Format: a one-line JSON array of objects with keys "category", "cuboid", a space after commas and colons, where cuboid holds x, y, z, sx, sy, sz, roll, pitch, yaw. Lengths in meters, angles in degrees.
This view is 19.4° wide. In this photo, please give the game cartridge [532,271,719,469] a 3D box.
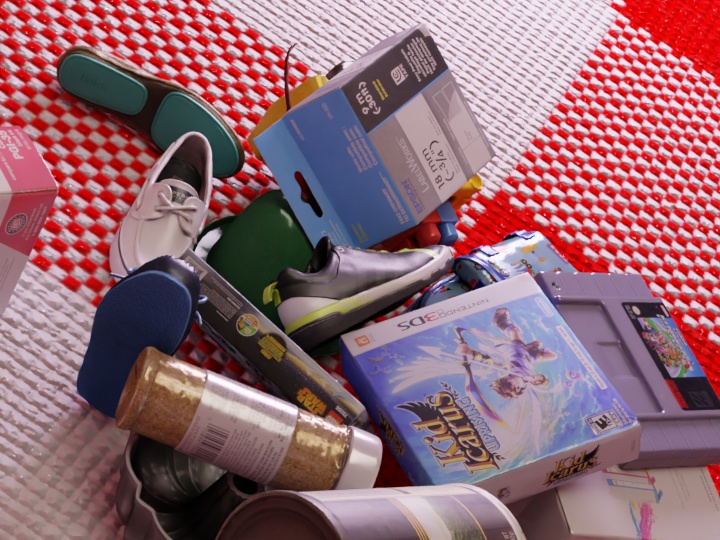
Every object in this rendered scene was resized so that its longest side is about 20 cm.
[{"category": "game cartridge", "cuboid": [0.239, 0.083, 1.825, 0.129, 0.038, 0.201, -2, 50, -33]}]

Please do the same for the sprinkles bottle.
[{"category": "sprinkles bottle", "cuboid": [-0.084, 0.124, 1.604, 0.199, 0.068, 0.068, 23, 37, -13]}]

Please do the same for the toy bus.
[{"category": "toy bus", "cuboid": [0.016, -0.084, 1.995, 0.199, 0.136, 0.193, 1, 59, -45]}]

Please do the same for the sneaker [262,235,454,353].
[{"category": "sneaker", "cuboid": [0.000, 0.000, 1.809, 0.200, 0.072, 0.083, -26, 83, -43]}]

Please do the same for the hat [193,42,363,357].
[{"category": "hat", "cuboid": [-0.051, -0.050, 1.859, 0.200, 0.176, 0.166, 37, 38, 7]}]

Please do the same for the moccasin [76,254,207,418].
[{"category": "moccasin", "cuboid": [-0.173, 0.039, 1.649, 0.080, 0.200, 0.068, 41, 50, -3]}]

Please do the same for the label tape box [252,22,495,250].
[{"category": "label tape box", "cuboid": [0.017, -0.110, 1.880, 0.200, 0.063, 0.145, -41, 107, -40]}]

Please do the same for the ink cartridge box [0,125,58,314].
[{"category": "ink cartridge box", "cuboid": [-0.357, -0.033, 1.645, 0.199, 0.147, 0.083, -6, 49, -40]}]

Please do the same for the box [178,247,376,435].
[{"category": "box", "cuboid": [-0.075, 0.074, 1.753, 0.200, 0.040, 0.137, 42, -6, 13]}]

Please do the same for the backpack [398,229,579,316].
[{"category": "backpack", "cuboid": [0.116, 0.072, 1.885, 0.200, 0.135, 0.183, -18, 60, -45]}]

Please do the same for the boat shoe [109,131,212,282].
[{"category": "boat shoe", "cuboid": [-0.169, -0.051, 1.871, 0.072, 0.066, 0.200, 27, 37, -6]}]

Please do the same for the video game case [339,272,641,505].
[{"category": "video game case", "cuboid": [0.103, 0.102, 1.728, 0.181, 0.046, 0.200, -19, 45, -16]}]

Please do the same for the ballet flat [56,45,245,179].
[{"category": "ballet flat", "cuboid": [-0.193, -0.155, 1.987, 0.199, 0.068, 0.072, 26, 17, -2]}]

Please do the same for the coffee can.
[{"category": "coffee can", "cuboid": [0.009, 0.228, 1.512, 0.199, 0.147, 0.147, 3, 44, -48]}]

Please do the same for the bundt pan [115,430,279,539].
[{"category": "bundt pan", "cuboid": [-0.103, 0.189, 1.637, 0.201, 0.076, 0.202, 20, 38, -16]}]

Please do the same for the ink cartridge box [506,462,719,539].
[{"category": "ink cartridge box", "cuboid": [0.191, 0.217, 1.778, 0.199, 0.129, 0.126, 9, 43, -27]}]
